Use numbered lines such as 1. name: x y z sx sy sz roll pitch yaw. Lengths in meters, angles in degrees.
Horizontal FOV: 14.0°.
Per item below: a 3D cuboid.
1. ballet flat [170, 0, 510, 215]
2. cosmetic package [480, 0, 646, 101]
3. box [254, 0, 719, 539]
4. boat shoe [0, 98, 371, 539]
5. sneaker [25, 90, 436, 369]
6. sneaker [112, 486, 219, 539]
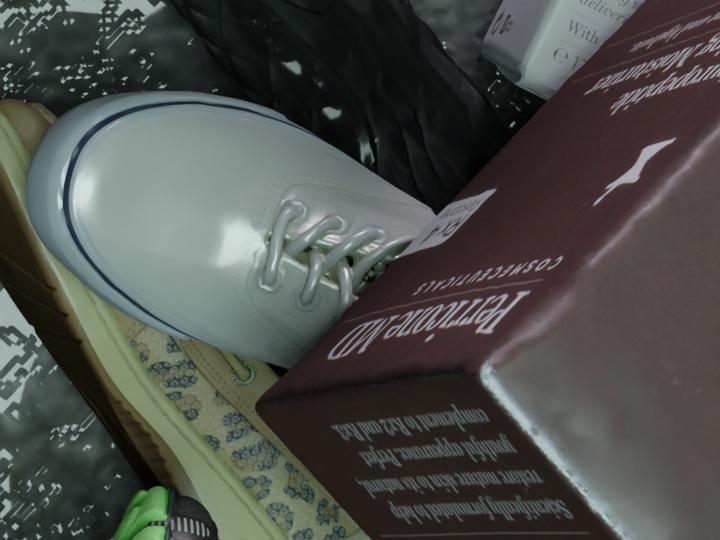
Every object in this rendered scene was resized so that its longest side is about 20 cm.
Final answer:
1. ballet flat: 0.000 -0.049 0.916 0.066 0.057 0.200 -39 114 -22
2. cosmetic package: 0.132 -0.129 0.900 0.113 0.081 0.200 24 97 -10
3. box: 0.115 0.022 0.767 0.200 0.166 0.164 -45 101 -19
4. boat shoe: -0.057 0.021 0.903 0.063 0.073 0.200 -37 119 -12
5. sneaker: 0.000 0.000 0.848 0.200 0.071 0.073 21 85 -32
6. sneaker: -0.031 0.137 0.897 0.084 0.077 0.200 -2 136 15
